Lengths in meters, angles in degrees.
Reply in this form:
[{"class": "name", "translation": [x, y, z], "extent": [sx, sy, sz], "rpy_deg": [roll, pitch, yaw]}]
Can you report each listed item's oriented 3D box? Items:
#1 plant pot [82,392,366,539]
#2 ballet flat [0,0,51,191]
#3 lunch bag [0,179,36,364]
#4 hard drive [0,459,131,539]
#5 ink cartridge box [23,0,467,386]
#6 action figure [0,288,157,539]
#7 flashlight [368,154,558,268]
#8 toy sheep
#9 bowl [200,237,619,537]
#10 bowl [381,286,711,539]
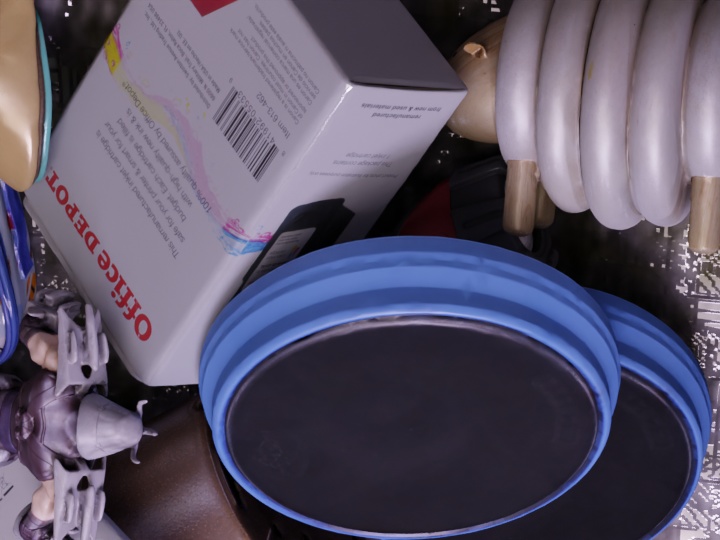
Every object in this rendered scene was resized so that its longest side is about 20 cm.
[{"class": "plant pot", "translation": [-0.111, 0.173, 1.277], "extent": [0.198, 0.200, 0.200], "rpy_deg": [-32, 107, 17]}, {"class": "ballet flat", "translation": [-0.187, -0.138, 1.164], "extent": [0.063, 0.069, 0.200], "rpy_deg": [-3, 99, -27]}, {"class": "lunch bag", "translation": [-0.253, -0.039, 1.252], "extent": [0.160, 0.076, 0.200], "rpy_deg": [-3, 118, 12]}, {"class": "hard drive", "translation": [-0.178, 0.164, 1.189], "extent": [0.132, 0.200, 0.027], "rpy_deg": [-48, 142, -4]}, {"class": "ink cartridge box", "translation": [-0.062, -0.063, 1.151], "extent": [0.200, 0.083, 0.146], "rpy_deg": [-54, 56, 30]}, {"class": "action figure", "translation": [-0.174, 0.073, 1.169], "extent": [0.200, 0.069, 0.130], "rpy_deg": [0, 78, 38]}, {"class": "flashlight", "translation": [0.000, 0.000, 1.225], "extent": [0.200, 0.068, 0.068], "rpy_deg": [-19, 146, 26]}, {"class": "toy sheep", "translation": [0.132, -0.078, 1.111], "extent": [0.200, 0.138, 0.138], "rpy_deg": [5, 119, 14]}, {"class": "bowl", "translation": [0.024, 0.062, 1.134], "extent": [0.201, 0.039, 0.201], "rpy_deg": [-1, 141, -1]}, {"class": "bowl", "translation": [0.081, 0.088, 1.229], "extent": [0.201, 0.039, 0.201], "rpy_deg": [0, 134, 0]}]
